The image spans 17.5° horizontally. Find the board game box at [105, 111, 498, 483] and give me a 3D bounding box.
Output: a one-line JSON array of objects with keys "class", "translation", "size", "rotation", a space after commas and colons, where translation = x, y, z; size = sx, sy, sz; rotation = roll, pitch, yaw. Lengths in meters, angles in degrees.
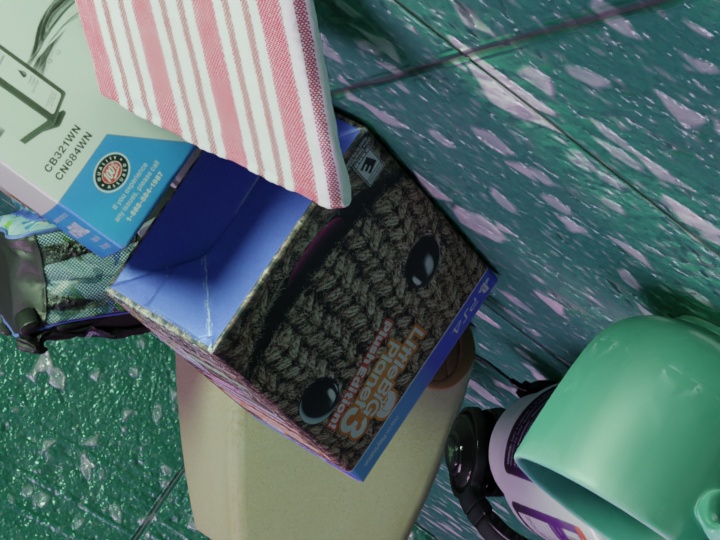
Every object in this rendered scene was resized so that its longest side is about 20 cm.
[{"class": "board game box", "translation": [-0.031, 0.008, 1.413], "size": [0.097, 0.160, 0.200], "rotation": [28, 170, 36]}]

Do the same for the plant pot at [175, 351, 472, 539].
[{"class": "plant pot", "translation": [-0.043, 0.138, 1.874], "size": [0.198, 0.178, 0.200], "rotation": [7, 180, -19]}]

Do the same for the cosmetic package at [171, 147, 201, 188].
[{"class": "cosmetic package", "translation": [-0.183, -0.138, 1.498], "size": [0.199, 0.074, 0.102], "rotation": [30, 170, 26]}]

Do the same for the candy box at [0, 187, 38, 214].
[{"class": "candy box", "translation": [-0.270, -0.131, 1.724], "size": [0.199, 0.116, 0.055], "rotation": [30, 171, 31]}]

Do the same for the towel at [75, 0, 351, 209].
[{"class": "towel", "translation": [-0.080, -0.125, 1.159], "size": [0.199, 0.030, 0.147], "rotation": [28, 142, 40]}]

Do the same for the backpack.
[{"class": "backpack", "translation": [-0.181, -0.023, 1.803], "size": [0.199, 0.148, 0.183], "rotation": [-5, -174, -15]}]

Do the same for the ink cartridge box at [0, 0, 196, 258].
[{"class": "ink cartridge box", "translation": [-0.178, -0.124, 1.298], "size": [0.200, 0.146, 0.084], "rotation": [36, 171, -11]}]

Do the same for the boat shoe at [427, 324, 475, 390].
[{"class": "boat shoe", "translation": [-0.001, 0.000, 1.583], "size": [0.201, 0.072, 0.066], "rotation": [42, -179, 3]}]

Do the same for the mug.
[{"class": "mug", "translation": [0.185, 0.100, 1.234], "size": [0.185, 0.115, 0.152], "rotation": [27, 168, 40]}]

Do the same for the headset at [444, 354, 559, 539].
[{"class": "headset", "translation": [0.109, 0.126, 1.681], "size": [0.201, 0.123, 0.094], "rotation": [62, 151, 18]}]

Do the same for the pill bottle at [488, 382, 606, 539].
[{"class": "pill bottle", "translation": [0.157, 0.130, 1.524], "size": [0.111, 0.112, 0.200], "rotation": [37, 172, -17]}]

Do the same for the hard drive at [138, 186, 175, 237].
[{"class": "hard drive", "translation": [-0.097, -0.035, 1.607], "size": [0.200, 0.042, 0.136], "rotation": [49, -153, -52]}]
